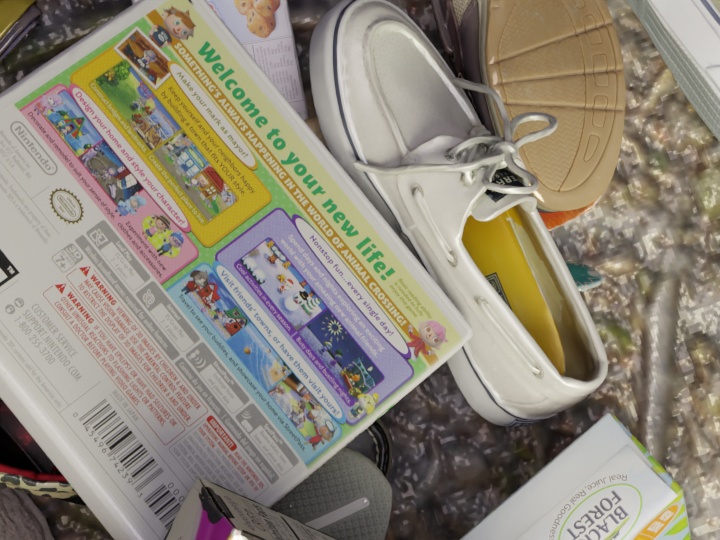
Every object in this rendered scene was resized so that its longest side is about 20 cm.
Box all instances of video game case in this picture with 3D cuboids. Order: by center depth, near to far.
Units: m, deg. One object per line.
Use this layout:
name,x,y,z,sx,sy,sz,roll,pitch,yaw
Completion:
video game case,-0.077,0.001,1.059,0.182,0.022,0.200,-38,88,-30

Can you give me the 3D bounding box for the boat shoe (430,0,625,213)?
boat shoe,0.067,-0.119,1.186,0.072,0.065,0.200,-10,81,-28

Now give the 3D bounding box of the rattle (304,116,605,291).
rattle,0.000,0.000,1.196,0.200,0.143,0.130,-20,73,-41

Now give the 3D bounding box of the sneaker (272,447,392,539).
sneaker,-0.064,0.156,1.105,0.070,0.080,0.200,40,76,4

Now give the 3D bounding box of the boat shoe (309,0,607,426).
boat shoe,0.050,-0.033,1.105,0.075,0.086,0.202,-22,88,-36

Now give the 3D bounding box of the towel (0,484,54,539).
towel,-0.148,0.197,1.126,0.034,0.132,0.200,-26,89,25

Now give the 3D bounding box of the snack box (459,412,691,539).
snack box,0.054,0.160,1.130,0.200,0.142,0.053,-40,71,-5

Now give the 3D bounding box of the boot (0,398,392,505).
boot,-0.083,0.076,1.123,0.203,0.154,0.074,8,86,-3

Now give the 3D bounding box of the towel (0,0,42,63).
towel,-0.260,-0.131,1.191,0.200,0.023,0.144,43,86,0

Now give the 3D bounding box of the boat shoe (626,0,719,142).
boat shoe,0.164,-0.123,1.192,0.062,0.072,0.200,-33,86,-2

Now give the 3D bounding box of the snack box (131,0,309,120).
snack box,-0.072,-0.135,1.201,0.072,0.024,0.201,-10,87,-2

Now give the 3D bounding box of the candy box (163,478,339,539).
candy box,-0.005,0.185,1.011,0.200,0.061,0.137,26,95,-22
